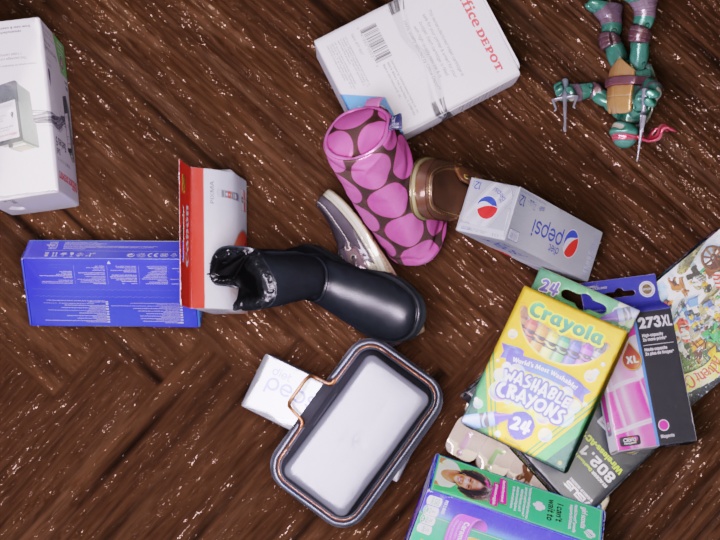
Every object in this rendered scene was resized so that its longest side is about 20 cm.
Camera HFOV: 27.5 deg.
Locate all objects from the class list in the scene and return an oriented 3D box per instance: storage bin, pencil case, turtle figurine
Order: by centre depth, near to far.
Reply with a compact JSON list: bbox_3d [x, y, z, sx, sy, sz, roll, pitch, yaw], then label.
[{"bbox_3d":[-0.011,0.169,1.588,0.145,0.134,0.200,37,85,3],"label":"storage bin"},{"bbox_3d":[0.035,-0.098,1.665,0.091,0.200,0.094,-1,51,24],"label":"pencil case"},{"bbox_3d":[0.300,-0.218,1.714,0.149,0.101,0.201,-1,83,41],"label":"turtle figurine"}]

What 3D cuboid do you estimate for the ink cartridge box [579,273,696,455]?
[{"bbox_3d":[0.311,0.102,1.659,0.094,0.037,0.201,-7,75,-9],"label":"ink cartridge box"}]

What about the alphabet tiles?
[{"bbox_3d":[0.205,0.213,1.718,0.200,0.015,0.196,28,80,2],"label":"alphabet tiles"}]

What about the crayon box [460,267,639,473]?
[{"bbox_3d":[0.210,0.105,1.622,0.125,0.052,0.200,24,85,15],"label":"crayon box"}]

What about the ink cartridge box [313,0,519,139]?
[{"bbox_3d":[0.066,-0.242,1.720,0.200,0.084,0.146,-26,87,-1],"label":"ink cartridge box"}]

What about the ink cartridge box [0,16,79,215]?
[{"bbox_3d":[-0.383,-0.173,1.688,0.084,0.146,0.201,-7,86,-1],"label":"ink cartridge box"}]

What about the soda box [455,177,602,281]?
[{"bbox_3d":[0.191,-0.044,1.650,0.068,0.200,0.064,14,85,37],"label":"soda box"}]

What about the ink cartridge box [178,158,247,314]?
[{"bbox_3d":[-0.163,-0.036,1.649,0.050,0.200,0.163,-1,86,3],"label":"ink cartridge box"}]

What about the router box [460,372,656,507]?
[{"bbox_3d":[0.237,0.163,1.689,0.150,0.062,0.200,-43,85,-8],"label":"router box"}]

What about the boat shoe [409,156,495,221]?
[{"bbox_3d":[0.111,-0.089,1.648,0.067,0.200,0.072,2,90,24],"label":"boat shoe"}]

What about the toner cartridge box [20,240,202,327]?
[{"bbox_3d":[-0.285,0.015,1.704,0.199,0.043,0.095,1,122,0],"label":"toner cartridge box"}]

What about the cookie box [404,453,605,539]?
[{"bbox_3d":[0.152,0.316,1.645,0.199,0.075,0.171,17,122,2],"label":"cookie box"}]

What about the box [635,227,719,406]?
[{"bbox_3d":[0.386,0.066,1.719,0.200,0.038,0.137,-40,86,-2],"label":"box"}]

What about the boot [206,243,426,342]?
[{"bbox_3d":[-0.050,0.027,1.607,0.200,0.168,0.077,28,109,31],"label":"boot"}]

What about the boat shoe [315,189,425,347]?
[{"bbox_3d":[0.000,0.000,1.711,0.065,0.072,0.200,-33,89,-3],"label":"boat shoe"}]

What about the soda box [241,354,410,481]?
[{"bbox_3d":[-0.033,0.169,1.695,0.200,0.063,0.068,26,87,2],"label":"soda box"}]
